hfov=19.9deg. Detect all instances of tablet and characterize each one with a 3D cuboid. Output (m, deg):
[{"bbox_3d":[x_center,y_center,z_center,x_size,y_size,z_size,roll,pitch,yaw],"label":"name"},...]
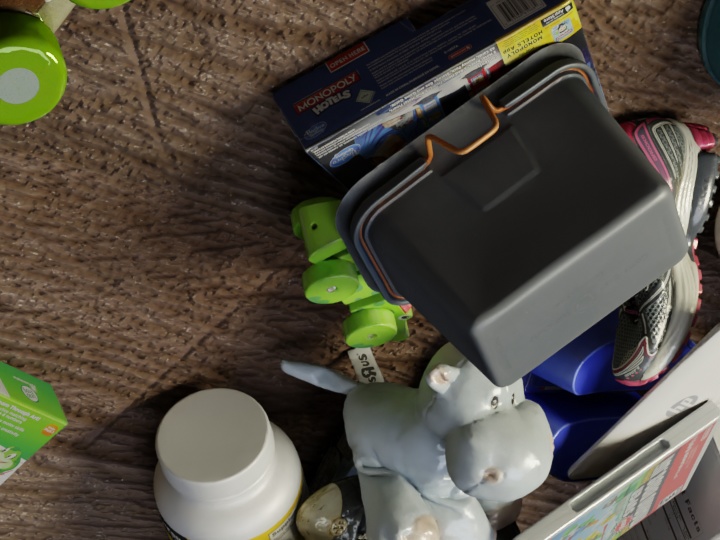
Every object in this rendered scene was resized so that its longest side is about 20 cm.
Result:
[{"bbox_3d":[0.255,0.096,1.559,0.130,0.014,0.200,-4,144,-43],"label":"tablet"}]

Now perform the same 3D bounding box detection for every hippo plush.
[{"bbox_3d":[0.078,0.111,1.490,0.159,0.200,0.161,-8,157,-43],"label":"hippo plush"}]

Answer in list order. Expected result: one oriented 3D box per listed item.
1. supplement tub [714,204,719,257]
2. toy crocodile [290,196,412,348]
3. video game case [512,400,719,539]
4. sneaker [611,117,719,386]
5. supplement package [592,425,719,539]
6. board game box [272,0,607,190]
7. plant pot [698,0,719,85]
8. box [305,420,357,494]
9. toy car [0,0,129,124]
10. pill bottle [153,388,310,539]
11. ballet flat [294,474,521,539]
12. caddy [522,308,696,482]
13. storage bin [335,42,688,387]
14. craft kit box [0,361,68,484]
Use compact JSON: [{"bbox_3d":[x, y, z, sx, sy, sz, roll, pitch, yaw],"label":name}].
[{"bbox_3d":[0.375,0.003,1.637,0.145,0.145,0.200,-38,141,9],"label":"supplement tub"},{"bbox_3d":[0.000,0.000,1.435,0.062,0.068,0.200,-17,151,13],"label":"toy crocodile"},{"bbox_3d":[0.188,0.187,1.579,0.200,0.017,0.143,-32,157,-21],"label":"video game case"},{"bbox_3d":[0.208,-0.014,1.522,0.075,0.081,0.200,7,90,-19],"label":"sneaker"},{"bbox_3d":[0.308,0.182,1.764,0.121,0.120,0.200,-8,158,-26],"label":"supplement package"},{"bbox_3d":[0.067,-0.091,1.401,0.200,0.062,0.200,-29,143,-2],"label":"board game box"},{"bbox_3d":[0.372,-0.145,1.438,0.200,0.188,0.200,-18,140,-16],"label":"plant pot"},{"bbox_3d":[0.057,0.160,1.689,0.200,0.040,0.137,7,128,-38],"label":"box"},{"bbox_3d":[-0.225,-0.197,1.026,0.200,0.164,0.158,25,117,-36],"label":"toy car"},{"bbox_3d":[-0.094,0.180,1.554,0.112,0.112,0.200,-24,141,-9],"label":"pill bottle"},{"bbox_3d":[0.042,0.193,1.553,0.200,0.057,0.066,9,113,-31],"label":"ballet flat"},{"bbox_3d":[0.175,0.087,1.634,0.200,0.105,0.141,2,114,-45],"label":"caddy"},{"bbox_3d":[0.106,-0.032,1.317,0.200,0.134,0.146,-36,143,-6],"label":"storage bin"},{"bbox_3d":[-0.336,0.122,1.390,0.198,0.049,0.200,-39,141,15],"label":"craft kit box"}]
